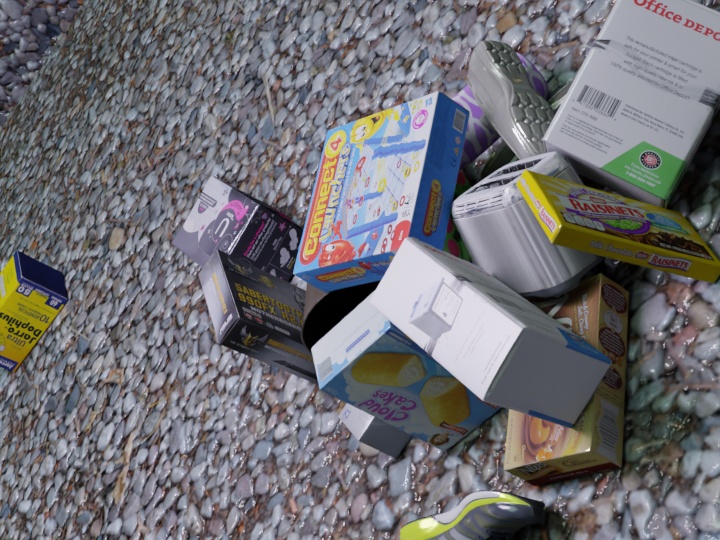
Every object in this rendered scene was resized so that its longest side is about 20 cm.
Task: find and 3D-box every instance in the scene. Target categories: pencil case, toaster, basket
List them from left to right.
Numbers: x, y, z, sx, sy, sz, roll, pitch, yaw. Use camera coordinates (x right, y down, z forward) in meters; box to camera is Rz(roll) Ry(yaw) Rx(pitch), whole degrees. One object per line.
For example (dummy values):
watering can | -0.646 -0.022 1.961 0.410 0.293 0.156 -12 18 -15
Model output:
basket | 0.000 0.000 1.608 0.180 0.136 0.200 -24 37 10
pencil case | 0.142 -0.184 1.547 0.200 0.086 0.084 -38 70 -11
toaster | 0.186 -0.046 1.344 0.113 0.130 0.200 -35 11 -20

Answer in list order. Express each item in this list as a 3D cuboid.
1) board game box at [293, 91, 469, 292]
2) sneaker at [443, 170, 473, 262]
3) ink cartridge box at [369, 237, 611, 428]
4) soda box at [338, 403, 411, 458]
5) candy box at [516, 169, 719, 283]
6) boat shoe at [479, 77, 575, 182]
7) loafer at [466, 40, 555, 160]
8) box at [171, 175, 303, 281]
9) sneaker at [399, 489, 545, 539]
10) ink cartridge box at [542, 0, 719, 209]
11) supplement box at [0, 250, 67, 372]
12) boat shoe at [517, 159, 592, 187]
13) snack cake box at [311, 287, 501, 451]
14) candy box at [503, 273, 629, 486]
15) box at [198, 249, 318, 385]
board game box | 0.023 -0.088 1.449 0.195 0.056 0.201 -13 57 47
sneaker | 0.109 -0.075 1.591 0.084 0.076 0.201 110 157 -43
ink cartridge box | 0.127 0.060 1.245 0.200 0.146 0.086 37 102 47
soda box | 0.061 0.120 1.491 0.200 0.068 0.063 -56 33 5
candy box | 0.257 -0.043 1.236 0.026 0.199 0.102 -64 28 26
boat shoe | 0.214 -0.159 1.496 0.202 0.072 0.060 -52 38 20
loafer | 0.175 -0.184 1.449 0.070 0.070 0.201 116 147 -41
box | -0.183 -0.048 1.905 0.133 0.114 0.200 -60 33 1
sneaker | 0.119 0.286 1.296 0.200 0.074 0.081 -37 45 43
ink cartridge box | 0.305 -0.184 1.323 0.146 0.084 0.201 29 88 15
supplement box | -0.688 0.082 2.487 0.200 0.109 0.110 -51 34 14
boat shoe | 0.242 -0.128 1.442 0.200 0.068 0.072 -42 29 28
snack cake box | 0.058 0.113 1.378 0.115 0.200 0.067 -43 37 24
candy box | 0.215 0.113 1.299 0.115 0.055 0.201 -21 49 43
box | -0.106 0.068 1.635 0.048 0.199 0.159 -51 33 19
